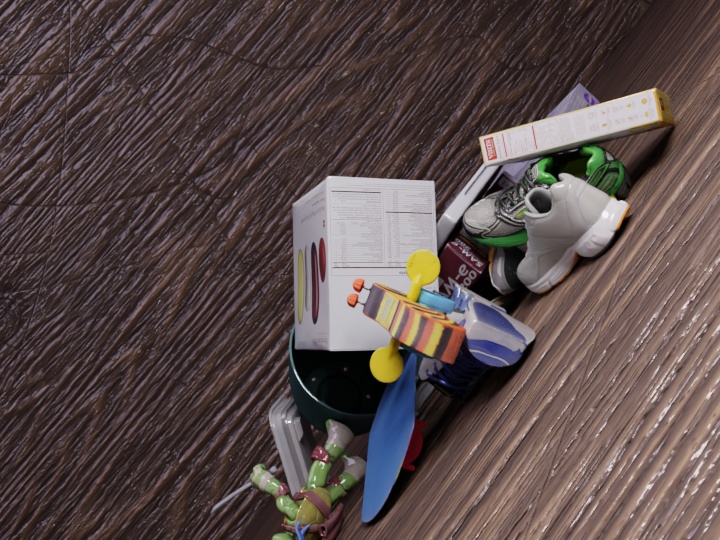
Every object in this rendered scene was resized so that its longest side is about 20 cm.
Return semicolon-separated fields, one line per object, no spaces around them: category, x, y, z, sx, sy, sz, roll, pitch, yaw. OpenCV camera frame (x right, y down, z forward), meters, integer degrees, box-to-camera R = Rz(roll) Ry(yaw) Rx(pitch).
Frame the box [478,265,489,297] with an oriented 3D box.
box;0.171;0.027;1.174;0.199;0.036;0.145;-29;-22;-42

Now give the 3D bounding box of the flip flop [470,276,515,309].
flip flop;0.176;0.038;1.064;0.082;0.057;0.200;-52;-2;22

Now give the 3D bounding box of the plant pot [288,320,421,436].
plant pot;-0.021;0.160;1.165;0.201;0.199;0.162;-49;-12;-34

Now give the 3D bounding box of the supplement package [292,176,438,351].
supplement package;0.000;0.000;0.986;0.191;0.144;0.205;162;107;-71

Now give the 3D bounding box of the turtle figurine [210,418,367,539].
turtle figurine;-0.088;0.308;1.047;0.194;0.144;0.200;-45;-2;-36

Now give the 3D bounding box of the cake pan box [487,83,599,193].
cake pan box;0.273;-0.175;1.174;0.184;0.052;0.201;-46;6;43

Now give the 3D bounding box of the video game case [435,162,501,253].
video game case;0.127;-0.066;1.047;0.183;0.023;0.201;-50;-8;-36

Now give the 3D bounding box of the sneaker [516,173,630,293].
sneaker;0.209;-0.046;0.834;0.076;0.092;0.200;-50;-3;-25

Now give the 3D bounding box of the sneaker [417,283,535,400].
sneaker;0.119;0.092;0.822;0.199;0.079;0.117;-93;27;-83

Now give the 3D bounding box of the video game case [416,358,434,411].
video game case;0.109;0.162;1.212;0.183;0.024;0.200;-52;-1;-5

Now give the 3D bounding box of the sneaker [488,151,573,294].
sneaker;0.232;-0.054;0.944;0.078;0.077;0.202;33;-88;-44

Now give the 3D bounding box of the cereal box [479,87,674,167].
cereal box;0.251;-0.161;0.880;0.197;0.040;0.143;-12;3;30

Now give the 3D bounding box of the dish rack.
dish rack;-0.087;0.300;1.210;0.043;0.204;0.172;-16;0;3

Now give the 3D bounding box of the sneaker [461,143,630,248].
sneaker;0.202;-0.093;0.881;0.198;0.085;0.079;-24;51;30

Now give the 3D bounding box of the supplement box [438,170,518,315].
supplement box;0.158;-0.038;1.042;0.200;0.061;0.109;-48;-8;-41

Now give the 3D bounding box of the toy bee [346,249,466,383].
toy bee;0.037;0.051;0.793;0.200;0.107;0.133;128;161;-72

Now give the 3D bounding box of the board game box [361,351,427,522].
board game box;0.050;0.193;0.886;0.201;0.038;0.160;-83;14;-56
